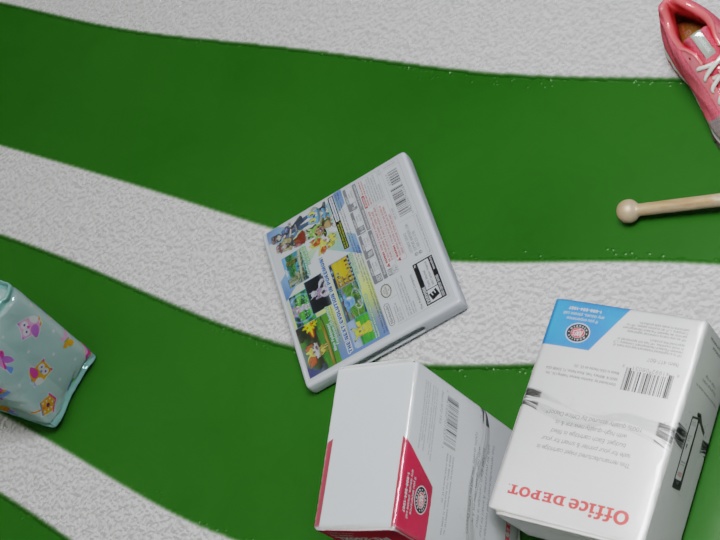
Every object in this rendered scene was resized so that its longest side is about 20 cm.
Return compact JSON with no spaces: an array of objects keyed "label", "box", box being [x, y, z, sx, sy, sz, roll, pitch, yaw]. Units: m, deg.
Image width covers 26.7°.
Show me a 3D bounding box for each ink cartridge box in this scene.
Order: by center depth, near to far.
[{"label":"ink cartridge box","box":[0.215,0.138,1.294,0.145,0.084,0.201,10,71,35]},{"label":"ink cartridge box","box":[0.057,0.181,1.297,0.083,0.200,0.146,-8,61,32]}]

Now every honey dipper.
[{"label":"honey dipper","box":[0.326,-0.064,1.372,0.199,0.038,0.038,-6,62,34]}]

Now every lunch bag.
[{"label":"lunch bag","box":[-0.420,0.074,1.671,0.199,0.170,0.122,15,67,38]}]

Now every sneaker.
[{"label":"sneaker","box":[0.327,-0.179,1.396,0.074,0.087,0.201,-37,51,10]}]

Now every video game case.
[{"label":"video game case","box":[0.000,0.000,1.545,0.182,0.022,0.201,-30,54,15]}]
